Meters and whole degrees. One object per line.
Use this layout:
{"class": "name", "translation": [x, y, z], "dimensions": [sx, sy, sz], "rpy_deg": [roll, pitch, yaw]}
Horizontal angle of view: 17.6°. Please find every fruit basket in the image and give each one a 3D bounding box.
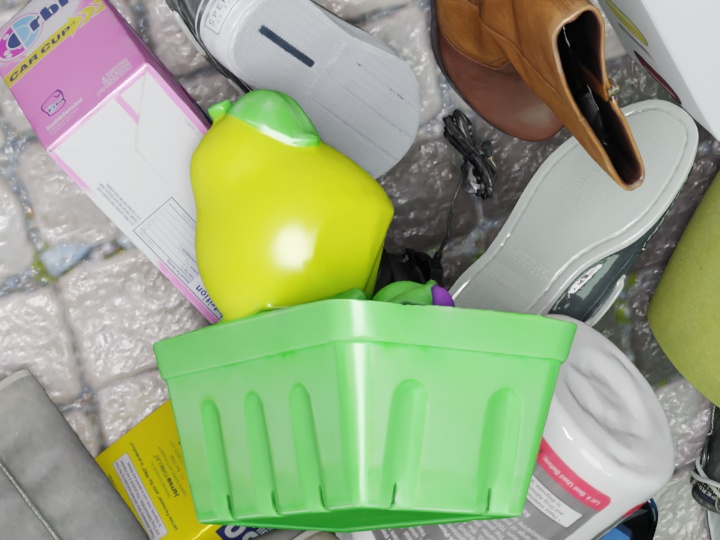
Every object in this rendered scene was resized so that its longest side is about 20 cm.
{"class": "fruit basket", "translation": [-0.010, 0.019, 1.107], "dimensions": [0.154, 0.216, 0.217], "rpy_deg": [7, 117, -31]}

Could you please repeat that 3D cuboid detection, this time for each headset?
{"class": "headset", "translation": [0.000, 0.000, 1.311], "dimensions": [0.200, 0.094, 0.123], "rpy_deg": [-41, 137, 22]}

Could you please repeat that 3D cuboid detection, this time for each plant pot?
{"class": "plant pot", "translation": [0.271, -0.012, 1.374], "dimensions": [0.186, 0.188, 0.200], "rpy_deg": [25, 120, -36]}

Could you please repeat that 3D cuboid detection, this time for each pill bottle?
{"class": "pill bottle", "translation": [0.062, 0.122, 1.240], "dimensions": [0.110, 0.111, 0.200], "rpy_deg": [25, 127, -36]}

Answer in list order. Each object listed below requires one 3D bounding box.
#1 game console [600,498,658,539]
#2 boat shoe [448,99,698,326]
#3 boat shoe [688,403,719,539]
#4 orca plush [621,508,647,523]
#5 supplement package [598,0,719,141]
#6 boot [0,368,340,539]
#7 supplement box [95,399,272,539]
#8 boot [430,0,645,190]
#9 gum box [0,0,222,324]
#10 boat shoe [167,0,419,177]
{"class": "game console", "translation": [0.065, 0.196, 1.427], "dimensions": [0.169, 0.118, 0.201], "rpy_deg": [-3, 122, -25]}
{"class": "boat shoe", "translation": [0.115, -0.009, 1.290], "dimensions": [0.200, 0.076, 0.060], "rpy_deg": [-43, 149, 3]}
{"class": "boat shoe", "translation": [0.251, 0.136, 1.511], "dimensions": [0.071, 0.072, 0.201], "rpy_deg": [-29, 131, -12]}
{"class": "orca plush", "translation": [0.070, 0.155, 1.354], "dimensions": [0.105, 0.071, 0.200], "rpy_deg": [-13, 159, -36]}
{"class": "supplement package", "translation": [0.190, -0.203, 1.233], "dimensions": [0.155, 0.111, 0.200], "rpy_deg": [-37, 129, -1]}
{"class": "boot", "translation": [-0.128, 0.133, 1.236], "dimensions": [0.181, 0.200, 0.073], "rpy_deg": [-37, 151, 0]}
{"class": "supplement box", "translation": [-0.127, 0.183, 1.326], "dimensions": [0.200, 0.110, 0.109], "rpy_deg": [-39, 130, 2]}
{"class": "boot", "translation": [0.102, -0.102, 1.195], "dimensions": [0.068, 0.200, 0.189], "rpy_deg": [-26, 129, -9]}
{"class": "gum box", "translation": [-0.095, -0.047, 1.187], "dimensions": [0.066, 0.114, 0.200], "rpy_deg": [-40, 130, 1]}
{"class": "boat shoe", "translation": [-0.032, -0.113, 1.199], "dimensions": [0.072, 0.071, 0.200], "rpy_deg": [-46, 147, 0]}
